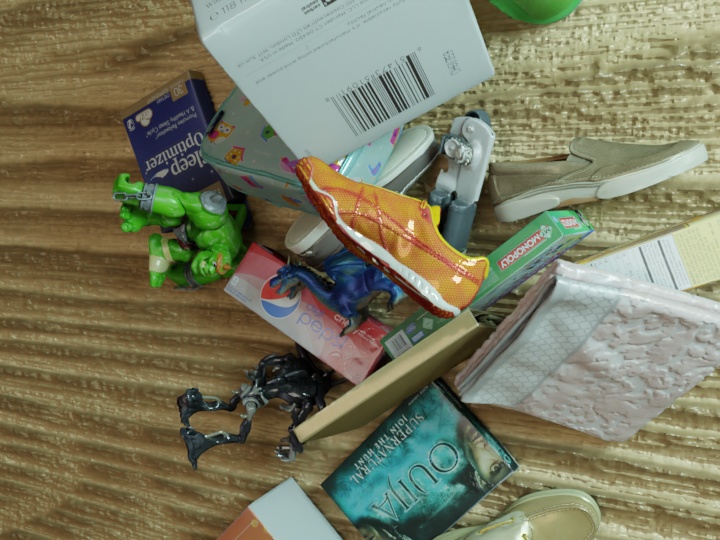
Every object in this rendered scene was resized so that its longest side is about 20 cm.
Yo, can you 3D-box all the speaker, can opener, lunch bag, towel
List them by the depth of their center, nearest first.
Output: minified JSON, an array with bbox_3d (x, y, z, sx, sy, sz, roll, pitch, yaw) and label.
[{"bbox_3d":[0.142,-0.268,0.662,0.088,0.200,0.089,3,98,25],"label":"speaker"},{"bbox_3d":[0.207,0.080,0.676,0.191,0.032,0.200,15,138,-12],"label":"towel"},{"bbox_3d":[0.100,-0.062,0.790,0.053,0.066,0.200,31,118,36],"label":"can opener"},{"bbox_3d":[-0.064,-0.149,0.812,0.200,0.077,0.160,20,75,30],"label":"lunch bag"}]

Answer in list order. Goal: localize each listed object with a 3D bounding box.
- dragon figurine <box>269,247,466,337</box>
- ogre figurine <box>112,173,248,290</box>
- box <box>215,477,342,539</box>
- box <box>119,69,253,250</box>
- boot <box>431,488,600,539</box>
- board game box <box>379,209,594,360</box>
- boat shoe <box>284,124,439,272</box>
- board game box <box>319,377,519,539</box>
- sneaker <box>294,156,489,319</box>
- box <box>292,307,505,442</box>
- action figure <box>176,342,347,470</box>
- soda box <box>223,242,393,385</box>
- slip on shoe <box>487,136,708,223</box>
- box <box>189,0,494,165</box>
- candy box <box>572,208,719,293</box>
[{"bbox_3d":[0.000,0.000,0.781,0.200,0.059,0.099,-30,90,23],"label":"dragon figurine"},{"bbox_3d":[-0.196,-0.041,0.890,0.120,0.098,0.200,-2,128,10],"label":"ogre figurine"},{"bbox_3d":[-0.077,0.371,0.909,0.200,0.097,0.124,47,114,14],"label":"box"},{"bbox_3d":[-0.215,-0.129,0.952,0.121,0.032,0.200,-22,87,26],"label":"box"},{"bbox_3d":[0.141,0.296,0.749,0.200,0.155,0.073,-25,95,18],"label":"boot"},{"bbox_3d":[0.124,0.013,0.744,0.200,0.135,0.029,-40,76,25],"label":"board game box"},{"bbox_3d":[0.010,-0.075,0.831,0.200,0.072,0.060,-40,119,12],"label":"boat shoe"},{"bbox_3d":[0.062,0.229,0.861,0.135,0.028,0.200,47,113,15],"label":"board game box"},{"bbox_3d":[0.026,-0.040,0.685,0.200,0.073,0.077,39,81,10],"label":"sneaker"},{"bbox_3d":[0.047,0.102,0.752,0.200,0.163,0.021,-35,74,14],"label":"box"},{"bbox_3d":[-0.108,0.156,0.896,0.200,0.102,0.119,-16,55,-10],"label":"action figure"},{"bbox_3d":[-0.052,0.050,0.867,0.200,0.063,0.070,33,93,20],"label":"soda box"},{"bbox_3d":[0.214,-0.097,0.723,0.200,0.076,0.061,-13,96,34],"label":"slip on shoe"},{"bbox_3d":[-0.016,-0.222,0.663,0.199,0.200,0.131,-27,57,10],"label":"box"},{"bbox_3d":[0.280,-0.013,0.674,0.200,0.115,0.055,-23,85,27],"label":"candy box"}]
